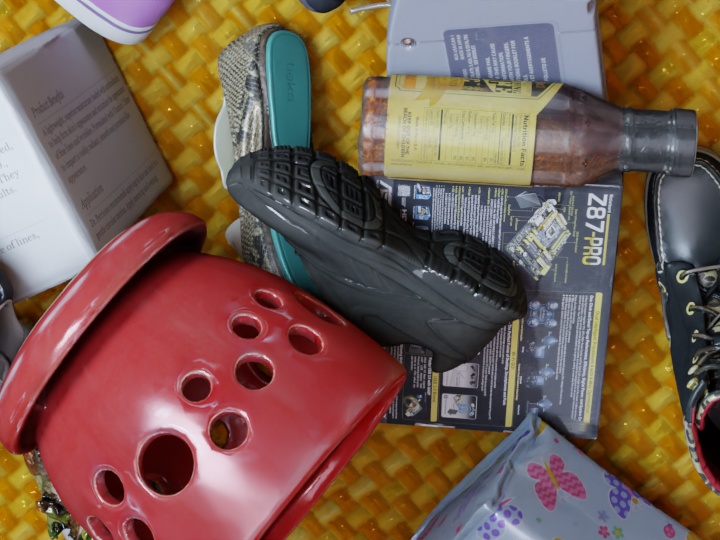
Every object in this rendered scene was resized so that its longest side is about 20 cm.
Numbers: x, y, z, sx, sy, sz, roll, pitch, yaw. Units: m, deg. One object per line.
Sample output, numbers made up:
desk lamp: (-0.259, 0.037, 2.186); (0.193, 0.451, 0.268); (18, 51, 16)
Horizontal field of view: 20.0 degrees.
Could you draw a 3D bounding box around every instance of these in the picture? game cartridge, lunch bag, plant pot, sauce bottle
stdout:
game cartridge: (0.085, -0.112, 1.259); (0.133, 0.041, 0.200); (-5, 139, 7)
lunch bag: (0.113, 0.222, 1.354); (0.169, 0.127, 0.200); (38, 136, -3)
plant pot: (-0.102, 0.082, 1.198); (0.182, 0.200, 0.201); (37, 109, 5)
sauce bottle: (0.099, -0.081, 1.219); (0.199, 0.066, 0.066); (4, 108, 0)

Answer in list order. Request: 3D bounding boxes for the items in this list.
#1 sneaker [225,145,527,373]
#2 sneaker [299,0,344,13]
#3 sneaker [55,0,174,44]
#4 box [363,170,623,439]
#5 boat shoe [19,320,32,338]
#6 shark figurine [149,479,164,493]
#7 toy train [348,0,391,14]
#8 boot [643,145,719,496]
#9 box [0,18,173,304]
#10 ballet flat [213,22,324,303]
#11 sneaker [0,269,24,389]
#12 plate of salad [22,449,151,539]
sneaker: (0.000, 0.000, 1.236); (0.200, 0.076, 0.091); (31, 121, -12)
sneaker: (-0.080, -0.242, 1.281); (0.087, 0.074, 0.200); (-26, 91, 26)
sneaker: (-0.192, -0.238, 1.274); (0.200, 0.073, 0.114); (30, 136, -12)
box: (0.081, 0.014, 1.309); (0.161, 0.049, 0.200); (4, 124, 6)
boat shoe: (-0.297, 0.105, 1.411); (0.064, 0.071, 0.200); (35, 110, -5)
shark figurine: (-0.079, 0.056, 1.376); (0.215, 0.128, 0.089); (-52, 129, -7)
toy train: (0.083, -0.227, 1.253); (0.199, 0.085, 0.116); (-6, 96, 10)
boot: (0.223, 0.033, 1.270); (0.073, 0.154, 0.204); (-11, 105, 11)
box: (-0.250, -0.050, 1.289); (0.200, 0.199, 0.131); (-23, 102, 15)
ballet flat: (-0.059, -0.056, 1.308); (0.075, 0.068, 0.200); (-19, 74, 40)
sneaker: (-0.289, 0.048, 1.179); (0.202, 0.077, 0.146); (-40, 95, 17)
plate of salad: (-0.186, 0.153, 1.362); (0.048, 0.200, 0.200); (-28, 105, -27)
